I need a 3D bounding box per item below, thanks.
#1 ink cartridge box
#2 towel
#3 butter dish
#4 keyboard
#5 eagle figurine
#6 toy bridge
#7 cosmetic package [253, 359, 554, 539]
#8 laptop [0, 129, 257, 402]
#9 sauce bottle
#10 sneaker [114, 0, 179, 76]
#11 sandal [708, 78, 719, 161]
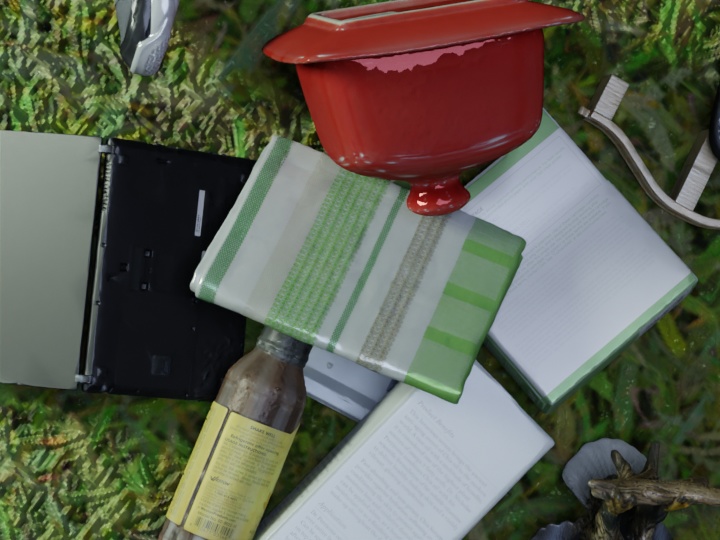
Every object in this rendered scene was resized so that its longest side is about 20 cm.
[{"bbox_3d":[0.125,-0.018,1.514,0.145,0.048,0.200,-39,80,-9],"label":"ink cartridge box"},{"bbox_3d":[0.000,0.000,1.450,0.200,0.031,0.149,24,58,5],"label":"towel"},{"bbox_3d":[0.045,-0.111,1.434,0.199,0.200,0.148,-9,101,-10],"label":"butter dish"},{"bbox_3d":[0.027,0.093,1.513,0.200,0.011,0.056,28,79,-8],"label":"keyboard"},{"bbox_3d":[0.183,0.232,1.493,0.152,0.151,0.200,26,120,30],"label":"eagle figurine"},{"bbox_3d":[0.248,-0.072,1.545,0.200,0.027,0.067,27,85,-8],"label":"toy bridge"},{"bbox_3d":[0.028,0.153,1.471,0.200,0.071,0.101,-45,96,-3],"label":"cosmetic package"},{"bbox_3d":[-0.186,-0.003,1.476,0.200,0.103,0.178,7,88,-35],"label":"laptop"},{"bbox_3d":[-0.076,0.111,1.460,0.065,0.065,0.200,24,89,-9],"label":"sauce bottle"},{"bbox_3d":[-0.182,-0.235,1.452,0.114,0.075,0.200,3,82,-9],"label":"sneaker"},{"bbox_3d":[0.300,-0.169,1.547,0.076,0.043,0.200,21,79,0],"label":"sandal"}]
